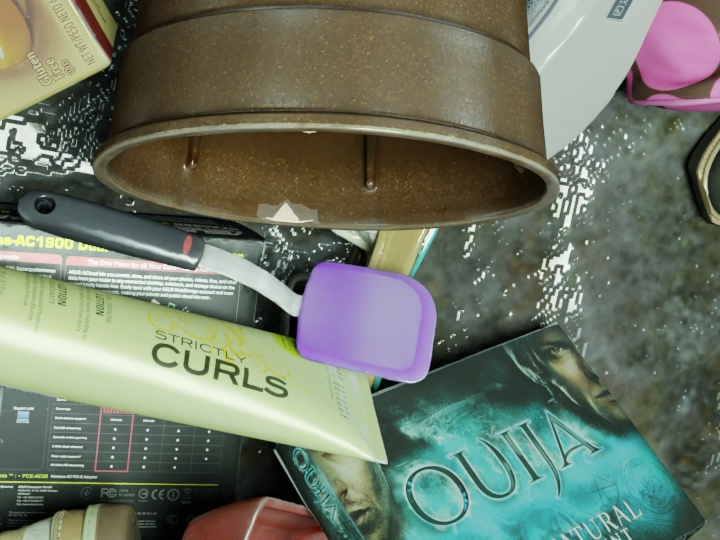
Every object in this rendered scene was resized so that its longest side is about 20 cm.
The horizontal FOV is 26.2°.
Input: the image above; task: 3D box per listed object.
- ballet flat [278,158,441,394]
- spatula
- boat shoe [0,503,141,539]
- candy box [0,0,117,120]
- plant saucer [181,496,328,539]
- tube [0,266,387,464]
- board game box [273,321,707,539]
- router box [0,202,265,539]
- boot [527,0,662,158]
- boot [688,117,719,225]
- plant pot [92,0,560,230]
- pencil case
[{"bbox_3d":[0.000,0.000,0.782,0.063,0.069,0.201,20,92,-9],"label":"ballet flat"},{"bbox_3d":[-0.059,0.000,0.706,0.199,0.021,0.057,20,58,-13],"label":"spatula"},{"bbox_3d":[-0.137,0.182,0.744,0.076,0.072,0.201,-3,130,-3],"label":"boat shoe"},{"bbox_3d":[-0.216,-0.099,0.647,0.199,0.055,0.116,-26,116,7],"label":"candy box"},{"bbox_3d":[-0.073,0.201,0.735,0.036,0.200,0.201,20,83,14],"label":"plant saucer"},{"bbox_3d":[-0.084,0.040,0.693,0.199,0.052,0.058,15,73,-19],"label":"tube"},{"bbox_3d":[0.068,0.107,0.763,0.199,0.028,0.136,-17,65,-43],"label":"board game box"},{"bbox_3d":[-0.152,0.046,0.735,0.199,0.062,0.151,4,100,-21],"label":"router box"},{"bbox_3d":[0.102,-0.150,0.792,0.072,0.090,0.201,5,127,-44],"label":"boot"},{"bbox_3d":[0.291,-0.075,0.833,0.199,0.138,0.078,-28,109,-12],"label":"boot"},{"bbox_3d":[-0.011,-0.132,0.677,0.199,0.200,0.200,6,79,-21],"label":"plant pot"},{"bbox_3d":[0.185,-0.183,0.796,0.090,0.094,0.202,-6,102,-19],"label":"pencil case"}]
